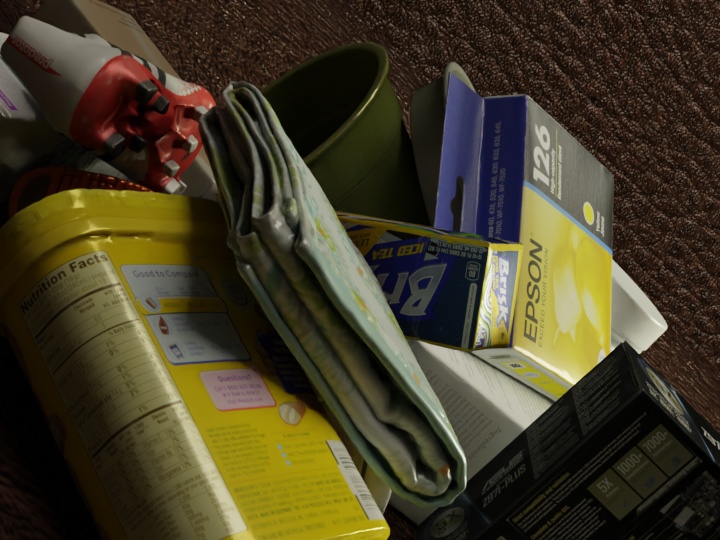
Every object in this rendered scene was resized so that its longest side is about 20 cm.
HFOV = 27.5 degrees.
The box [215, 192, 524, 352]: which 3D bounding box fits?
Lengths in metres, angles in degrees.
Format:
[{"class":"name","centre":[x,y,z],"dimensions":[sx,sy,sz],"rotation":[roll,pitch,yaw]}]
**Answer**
[{"class":"box","centre":[0.000,0.000,0.945],"dimensions":[0.198,0.071,0.064],"rotation":[11,5,27]}]

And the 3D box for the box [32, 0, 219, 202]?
[{"class":"box","centre":[-0.158,-0.098,1.041],"dimensions":[0.200,0.078,0.095],"rotation":[51,16,21]}]

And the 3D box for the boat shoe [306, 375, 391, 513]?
[{"class":"boat shoe","centre":[-0.023,0.085,0.894],"dimensions":[0.069,0.071,0.201],"rotation":[16,25,-14]}]

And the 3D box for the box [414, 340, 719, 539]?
[{"class":"box","centre":[0.159,0.179,0.962],"dimensions":[0.164,0.200,0.086],"rotation":[42,15,-11]}]

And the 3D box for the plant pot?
[{"class":"plant pot","centre":[-0.012,-0.043,1.165],"dimensions":[0.191,0.199,0.200],"rotation":[53,10,-24]}]

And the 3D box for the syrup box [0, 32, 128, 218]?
[{"class":"syrup box","centre":[-0.203,-0.084,0.865],"dimensions":[0.082,0.079,0.200],"rotation":[50,14,11]}]

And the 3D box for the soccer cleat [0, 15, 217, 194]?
[{"class":"soccer cleat","centre":[-0.133,-0.091,0.811],"dimensions":[0.085,0.069,0.200],"rotation":[36,2,9]}]

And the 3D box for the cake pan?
[{"class":"cake pan","centre":[0.084,-0.062,1.162],"dimensions":[0.200,0.036,0.203],"rotation":[-15,90,-75]}]

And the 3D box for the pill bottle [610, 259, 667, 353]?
[{"class":"pill bottle","centre":[0.150,0.079,1.225],"dimensions":[0.114,0.200,0.114],"rotation":[43,14,-13]}]

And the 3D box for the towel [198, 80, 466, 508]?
[{"class":"towel","centre":[-0.016,0.010,0.782],"dimensions":[0.201,0.048,0.172],"rotation":[58,6,-33]}]

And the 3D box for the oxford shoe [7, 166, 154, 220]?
[{"class":"oxford shoe","centre":[-0.124,-0.002,0.858],"dimensions":[0.199,0.072,0.073],"rotation":[30,-11,-34]}]

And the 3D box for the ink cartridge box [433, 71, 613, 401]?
[{"class":"ink cartridge box","centre":[0.126,-0.020,1.085],"dimensions":[0.200,0.047,0.200],"rotation":[32,57,-49]}]

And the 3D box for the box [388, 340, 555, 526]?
[{"class":"box","centre":[0.060,0.105,1.074],"dimensions":[0.200,0.106,0.153],"rotation":[40,14,-23]}]

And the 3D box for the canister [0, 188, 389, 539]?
[{"class":"canister","centre":[-0.085,0.067,0.716],"dimensions":[0.148,0.087,0.201],"rotation":[2,51,-53]}]
